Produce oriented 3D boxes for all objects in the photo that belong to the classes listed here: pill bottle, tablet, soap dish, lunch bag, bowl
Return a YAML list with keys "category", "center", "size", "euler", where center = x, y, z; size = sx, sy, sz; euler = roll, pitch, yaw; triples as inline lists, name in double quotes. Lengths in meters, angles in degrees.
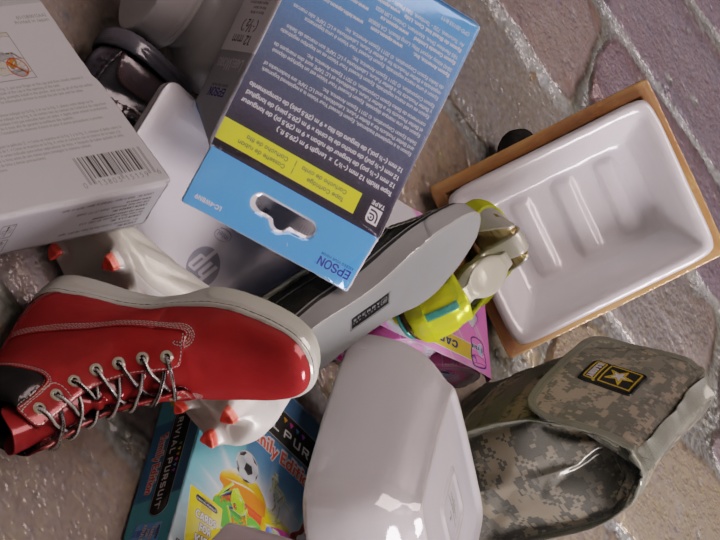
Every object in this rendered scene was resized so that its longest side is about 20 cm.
- category: "pill bottle"
  center: [-0.064, -0.158, 1.588]
  size: [0.199, 0.111, 0.112]
  euler: [28, 49, -26]
- category: "tablet"
  center: [-0.099, -0.022, 1.543]
  size: [0.200, 0.014, 0.131]
  euler: [40, 77, -37]
- category: "soap dish"
  center: [0.177, -0.044, 1.873]
  size: [0.158, 0.199, 0.081]
  euler: [63, 4, -8]
- category: "lunch bag"
  center: [0.158, 0.128, 1.730]
  size: [0.164, 0.199, 0.118]
  euler: [-36, 103, -56]
- category: "bowl"
  center: [0.030, 0.166, 1.570]
  size: [0.200, 0.074, 0.201]
  euler: [-71, 154, -50]

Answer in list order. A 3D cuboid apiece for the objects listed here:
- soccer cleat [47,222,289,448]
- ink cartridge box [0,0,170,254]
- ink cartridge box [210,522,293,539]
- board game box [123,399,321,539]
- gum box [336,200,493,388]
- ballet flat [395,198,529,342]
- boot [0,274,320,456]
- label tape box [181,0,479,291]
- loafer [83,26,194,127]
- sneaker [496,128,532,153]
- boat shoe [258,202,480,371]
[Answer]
- category: "soccer cleat"
  center: [-0.123, 0.026, 1.461]
  size: [0.200, 0.069, 0.078]
  euler: [50, 42, 1]
- category: "ink cartridge box"
  center: [-0.238, -0.091, 1.383]
  size: [0.199, 0.044, 0.174]
  euler: [-15, 60, -47]
- category: "ink cartridge box"
  center: [-0.038, 0.280, 1.356]
  size: [0.147, 0.146, 0.201]
  euler: [-44, 113, -22]
- category: "board game box"
  center: [-0.079, 0.165, 1.498]
  size: [0.151, 0.047, 0.201]
  euler: [46, 39, -32]
- category: "gum box"
  center: [0.020, 0.015, 1.711]
  size: [0.200, 0.066, 0.114]
  euler: [27, 51, -47]
- category: "ballet flat"
  center: [0.089, -0.005, 1.698]
  size: [0.067, 0.067, 0.200]
  euler: [60, 31, -11]
- category: "boot"
  center: [-0.133, 0.071, 1.345]
  size: [0.144, 0.198, 0.073]
  euler: [-54, 144, -52]
- category: "label tape box"
  center: [-0.029, -0.109, 1.515]
  size: [0.143, 0.066, 0.201]
  euler: [28, 87, -27]
- category: "loafer"
  center: [-0.121, -0.081, 1.570]
  size: [0.200, 0.072, 0.063]
  euler: [44, 64, -27]
- category: "sneaker"
  center: [0.185, -0.051, 1.994]
  size: [0.200, 0.076, 0.091]
  euler: [46, 33, -35]
- category: "boat shoe"
  center: [0.000, 0.000, 1.571]
  size: [0.199, 0.071, 0.064]
  euler: [-33, 59, -33]
